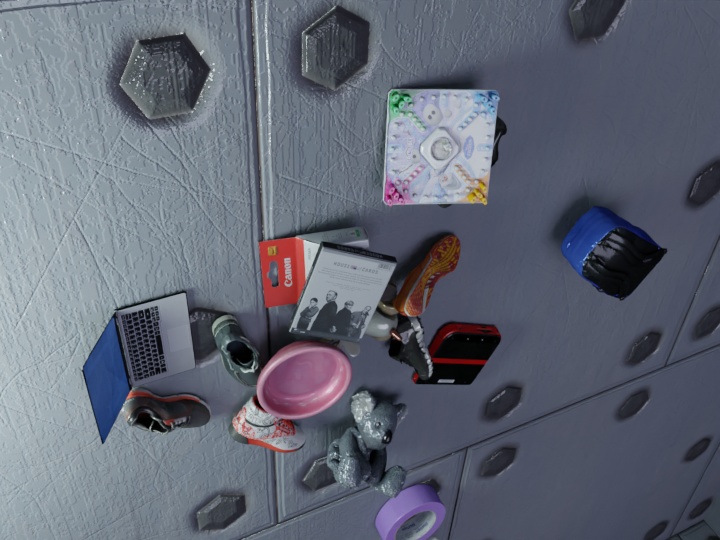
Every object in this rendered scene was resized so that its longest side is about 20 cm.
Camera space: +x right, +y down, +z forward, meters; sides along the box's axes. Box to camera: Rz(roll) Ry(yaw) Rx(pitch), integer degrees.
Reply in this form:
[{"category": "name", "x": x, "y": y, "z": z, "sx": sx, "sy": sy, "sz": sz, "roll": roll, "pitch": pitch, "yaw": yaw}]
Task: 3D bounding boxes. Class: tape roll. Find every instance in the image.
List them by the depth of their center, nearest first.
[{"category": "tape roll", "x": 0.141, "y": 0.697, "z": 2.109, "sx": 0.196, "sy": 0.066, "sz": 0.204, "roll": -18, "pitch": 132, "yaw": -20}]

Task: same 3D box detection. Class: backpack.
[{"category": "backpack", "x": 0.541, "y": -0.048, "z": 1.671, "sx": 0.197, "sy": 0.169, "sz": 0.165, "roll": 18, "pitch": 112, "yaw": -36}]

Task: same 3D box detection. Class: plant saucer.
[{"category": "plant saucer", "x": -0.114, "y": 0.212, "z": 1.499, "sx": 0.195, "sy": 0.051, "sz": 0.204, "roll": -12, "pitch": 131, "yaw": -13}]

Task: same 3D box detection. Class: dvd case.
[{"category": "dvd case", "x": -0.035, "y": 0.045, "z": 1.373, "sx": 0.147, "sy": 0.025, "sz": 0.203, "roll": 11, "pitch": 125, "yaw": -21}]

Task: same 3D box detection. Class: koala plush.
[{"category": "koala plush", "x": 0.022, "y": 0.383, "z": 1.727, "sx": 0.174, "sy": 0.183, "sz": 0.205, "roll": 19, "pitch": 94, "yaw": -28}]

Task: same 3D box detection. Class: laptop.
[{"category": "laptop", "x": -0.374, "y": 0.166, "z": 1.295, "sx": 0.195, "sy": 0.117, "sz": 0.191, "roll": -15, "pitch": 133, "yaw": -21}]

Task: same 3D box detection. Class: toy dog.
[{"category": "toy dog", "x": 0.007, "y": 0.121, "z": 1.518, "sx": 0.196, "sy": 0.097, "sz": 0.134, "roll": -25, "pitch": 135, "yaw": -13}]

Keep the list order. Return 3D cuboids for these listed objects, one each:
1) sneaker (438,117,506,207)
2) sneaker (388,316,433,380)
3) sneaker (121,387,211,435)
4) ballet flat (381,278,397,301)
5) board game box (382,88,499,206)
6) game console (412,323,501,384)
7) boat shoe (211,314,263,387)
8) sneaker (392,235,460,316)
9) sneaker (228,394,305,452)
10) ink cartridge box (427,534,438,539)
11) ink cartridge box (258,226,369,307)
[{"category": "sneaker", "x": 0.211, "y": -0.201, "z": 1.392, "sx": 0.089, "sy": 0.067, "sz": 0.203, "roll": 10, "pitch": 117, "yaw": -35}, {"category": "sneaker", "x": 0.105, "y": 0.178, "z": 1.655, "sx": 0.089, "sy": 0.067, "sz": 0.203, "roll": -25, "pitch": 132, "yaw": -8}, {"category": "sneaker", "x": -0.368, "y": 0.286, "z": 1.423, "sx": 0.197, "sy": 0.082, "sz": 0.078, "roll": 17, "pitch": 116, "yaw": -41}, {"category": "ballet flat", "x": 0.000, "y": 0.000, "z": 1.457, "sx": 0.067, "sy": 0.047, "sz": 0.198, "roll": -42, "pitch": 132, "yaw": 21}, {"category": "board game box", "x": 0.141, "y": -0.211, "z": 1.307, "sx": 0.194, "sy": 0.026, "sz": 0.205, "roll": -2, "pitch": 115, "yaw": -9}, {"category": "game console", "x": 0.233, "y": 0.203, "z": 1.787, "sx": 0.196, "sy": 0.031, "sz": 0.179, "roll": 7, "pitch": 126, "yaw": -36}, {"category": "boat shoe", "x": -0.228, "y": 0.171, "z": 1.432, "sx": 0.072, "sy": 0.062, "sz": 0.203, "roll": -28, "pitch": 136, "yaw": -11}, {"category": "sneaker", "x": 0.132, "y": 0.003, "z": 1.518, "sx": 0.201, "sy": 0.076, "sz": 0.073, "roll": -49, "pitch": 119, "yaw": -18}, {"category": "sneaker", "x": -0.174, "y": 0.321, "z": 1.589, "sx": 0.198, "sy": 0.068, "sz": 0.109, "roll": 19, "pitch": 116, "yaw": -39}, {"category": "ink cartridge box", "x": 0.148, "y": 0.870, "z": 2.241, "sx": 0.196, "sy": 0.084, "sz": 0.147, "roll": -27, "pitch": 136, "yaw": -10}, {"category": "ink cartridge box", "x": -0.082, "y": 0.009, "z": 1.374, "sx": 0.194, "sy": 0.051, "sz": 0.164, "roll": -10, "pitch": 130, "yaw": -12}]
